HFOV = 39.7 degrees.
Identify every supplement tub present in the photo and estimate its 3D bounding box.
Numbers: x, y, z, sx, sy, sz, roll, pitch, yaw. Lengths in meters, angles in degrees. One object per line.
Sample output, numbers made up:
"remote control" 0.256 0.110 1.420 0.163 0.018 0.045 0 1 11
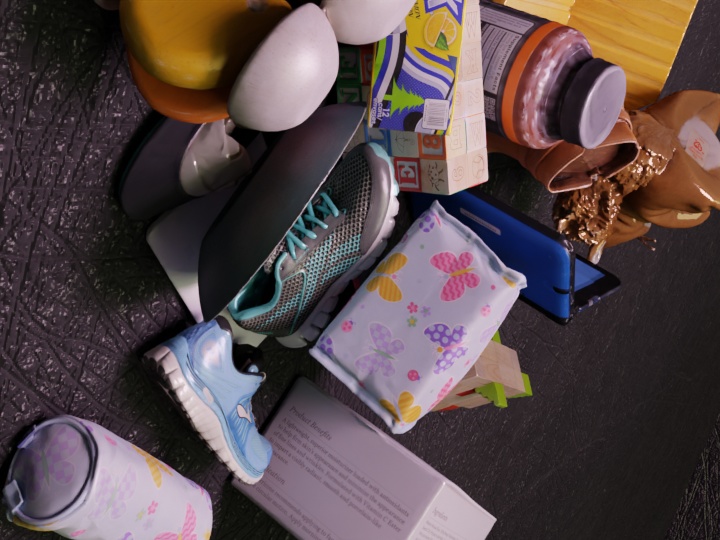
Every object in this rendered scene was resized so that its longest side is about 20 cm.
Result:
"supplement tub" 0.128 -0.172 0.869 0.106 0.199 0.108 -33 138 -36

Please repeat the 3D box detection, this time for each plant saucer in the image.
"plant saucer" -0.070 -0.055 0.736 0.202 0.039 0.201 -50 -168 14

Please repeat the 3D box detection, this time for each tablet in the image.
"tablet" -0.100 -0.012 0.849 0.130 0.014 0.201 -48 147 -21

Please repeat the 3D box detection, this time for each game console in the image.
"game console" 0.160 -0.047 1.013 0.118 0.199 0.172 -44 147 -22

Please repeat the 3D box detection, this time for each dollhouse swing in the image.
"dollhouse swing" 0.233 -0.253 1.004 0.176 0.179 0.203 -35 145 -68

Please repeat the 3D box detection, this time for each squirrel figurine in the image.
"squirrel figurine" 0.279 -0.090 1.063 0.197 0.144 0.186 0 158 -32

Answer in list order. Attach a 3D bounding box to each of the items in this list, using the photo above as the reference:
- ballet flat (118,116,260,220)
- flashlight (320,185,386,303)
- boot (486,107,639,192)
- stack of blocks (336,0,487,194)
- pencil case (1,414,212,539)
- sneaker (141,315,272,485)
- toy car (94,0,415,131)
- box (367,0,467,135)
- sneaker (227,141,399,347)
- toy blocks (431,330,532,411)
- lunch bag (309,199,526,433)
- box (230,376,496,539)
"ballet flat" -0.093 -0.109 0.729 0.201 0.073 0.073 -51 147 -15
"flashlight" 0.000 0.000 0.960 0.067 0.069 0.202 -17 135 1
"boot" 0.153 -0.122 0.935 0.198 0.156 0.074 -29 135 15
"stack of blocks" 0.038 -0.171 0.823 0.058 0.114 0.204 -22 114 -45
"pencil case" -0.196 0.188 0.803 0.091 0.083 0.200 -49 147 -7
"sneaker" -0.108 0.113 0.866 0.090 0.078 0.201 -42 144 -16
"toy car" -0.070 -0.178 0.641 0.200 0.175 0.150 -48 175 -20
"box" 0.044 -0.203 0.705 0.070 0.063 0.204 -81 178 -72
"sneaker" -0.043 -0.019 0.825 0.090 0.078 0.202 8 120 -46
"toy blocks" 0.096 0.124 1.138 0.199 0.135 0.102 24 51 -58
"lunch bag" 0.055 0.041 0.886 0.170 0.127 0.200 -50 168 5
"box" 0.008 0.237 1.023 0.132 0.198 0.200 -54 148 -8
